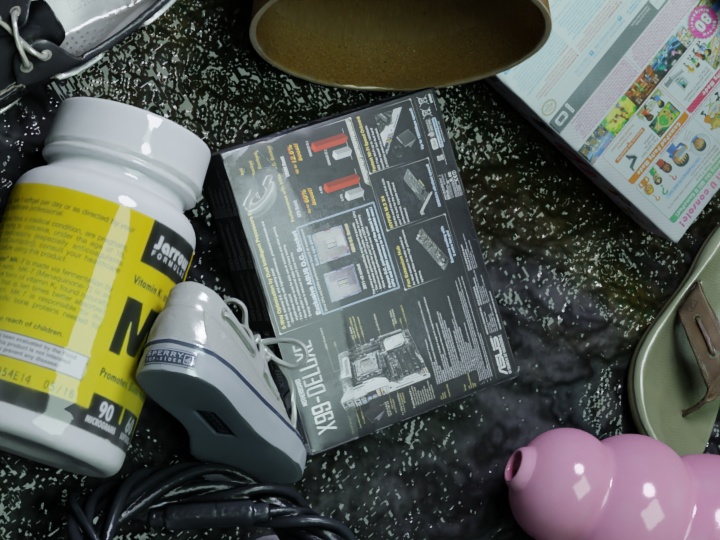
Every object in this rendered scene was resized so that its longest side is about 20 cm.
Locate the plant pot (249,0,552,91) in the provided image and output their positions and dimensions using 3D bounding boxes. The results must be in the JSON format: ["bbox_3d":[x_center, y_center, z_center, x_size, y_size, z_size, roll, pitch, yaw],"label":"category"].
[{"bbox_3d":[0.021,-0.239,1.279,0.186,0.186,0.200,8,70,-29],"label":"plant pot"}]

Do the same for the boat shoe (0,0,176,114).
[{"bbox_3d":[-0.188,-0.144,1.204,0.200,0.060,0.074,-29,101,-28],"label":"boat shoe"}]

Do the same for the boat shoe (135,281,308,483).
[{"bbox_3d":[-0.075,0.059,1.204,0.202,0.074,0.086,56,42,-59],"label":"boat shoe"}]

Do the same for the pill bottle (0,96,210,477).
[{"bbox_3d":[-0.162,0.009,1.176,0.114,0.114,0.200,24,75,-26],"label":"pill bottle"}]

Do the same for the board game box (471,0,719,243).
[{"bbox_3d":[0.184,-0.139,1.391,0.200,0.064,0.148,41,87,-19],"label":"board game box"}]

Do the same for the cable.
[{"bbox_3d":[-0.081,0.178,1.182,0.200,0.051,0.163,35,48,5],"label":"cable"}]

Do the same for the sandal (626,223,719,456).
[{"bbox_3d":[0.251,0.044,1.437,0.080,0.057,0.201,33,74,-23],"label":"sandal"}]

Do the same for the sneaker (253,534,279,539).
[{"bbox_3d":[-0.052,0.268,1.245,0.077,0.112,0.200,-1,52,5],"label":"sneaker"}]

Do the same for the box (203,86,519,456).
[{"bbox_3d":[0.000,0.000,1.299,0.157,0.050,0.200,-20,96,-24],"label":"box"}]

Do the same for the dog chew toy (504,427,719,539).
[{"bbox_3d":[0.187,0.166,1.362,0.200,0.125,0.125,24,75,-18],"label":"dog chew toy"}]
